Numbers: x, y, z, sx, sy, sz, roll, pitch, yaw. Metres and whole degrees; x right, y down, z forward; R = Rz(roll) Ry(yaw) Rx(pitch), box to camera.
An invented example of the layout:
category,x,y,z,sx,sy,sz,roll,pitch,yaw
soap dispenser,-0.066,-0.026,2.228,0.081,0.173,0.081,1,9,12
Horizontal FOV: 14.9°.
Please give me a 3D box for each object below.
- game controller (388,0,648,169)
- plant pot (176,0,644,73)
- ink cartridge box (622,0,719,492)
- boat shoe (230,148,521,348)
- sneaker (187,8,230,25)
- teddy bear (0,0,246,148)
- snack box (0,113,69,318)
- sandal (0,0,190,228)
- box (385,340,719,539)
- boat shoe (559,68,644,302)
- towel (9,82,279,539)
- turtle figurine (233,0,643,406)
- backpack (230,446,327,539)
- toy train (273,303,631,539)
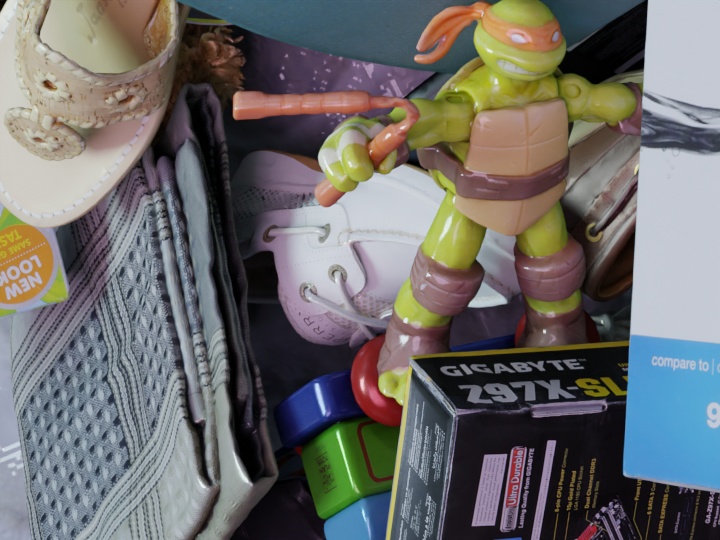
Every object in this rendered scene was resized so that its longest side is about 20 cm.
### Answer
category,x,y,z,sx,sy,sz,roll,pitch,yaw
game controller,0.101,-0.093,1.035,0.200,0.104,0.042,-36,58,20
plant pot,0.012,-0.157,0.922,0.199,0.142,0.141,24,141,-36
ink cartridge box,0.166,-0.030,0.889,0.084,0.144,0.201,5,93,50
boat shoe,0.000,0.000,1.076,0.071,0.070,0.200,39,165,-26
sneaker,-0.015,-0.123,1.061,0.199,0.081,0.074,5,99,-1
teddy bear,-0.127,-0.138,1.135,0.144,0.067,0.201,-7,105,25
snack box,-0.209,-0.069,1.100,0.141,0.053,0.201,-15,102,-12
sandal,-0.097,-0.098,1.022,0.078,0.070,0.212,39,115,6
box,0.084,0.124,0.980,0.159,0.049,0.201,-3,114,-21
boat shoe,0.148,-0.059,1.010,0.200,0.072,0.068,-35,57,20
towel,-0.097,0.048,1.112,0.034,0.194,0.200,8,143,-27
turtle figurine,0.040,-0.031,0.938,0.064,0.199,0.162,50,144,45
backpack,0.008,0.160,1.136,0.200,0.154,0.191,-37,97,25
toy train,0.075,0.075,1.056,0.085,0.199,0.116,-36,68,62
